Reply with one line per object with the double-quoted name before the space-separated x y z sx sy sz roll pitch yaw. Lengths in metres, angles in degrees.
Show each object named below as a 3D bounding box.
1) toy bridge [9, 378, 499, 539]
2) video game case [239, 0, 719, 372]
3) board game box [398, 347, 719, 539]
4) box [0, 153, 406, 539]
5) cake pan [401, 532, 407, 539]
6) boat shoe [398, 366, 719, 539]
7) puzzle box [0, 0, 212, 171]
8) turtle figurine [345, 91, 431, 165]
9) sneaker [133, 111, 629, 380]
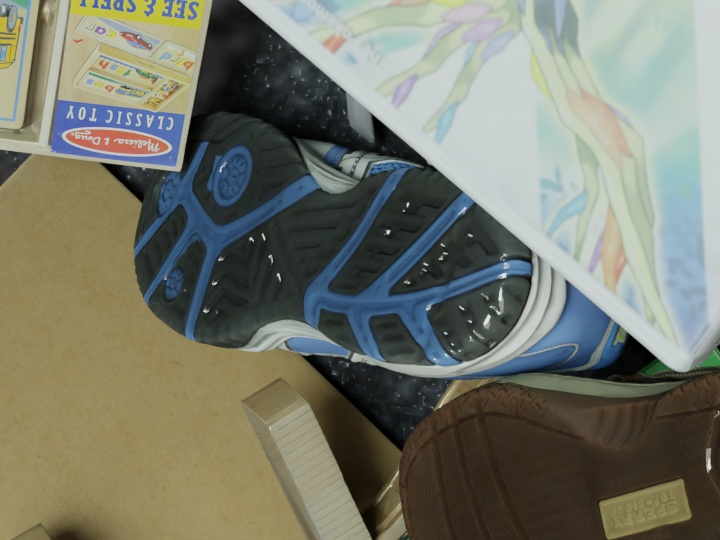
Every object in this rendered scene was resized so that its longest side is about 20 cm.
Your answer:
"toy bridge" -0.016 0.068 0.848 0.200 0.027 0.067 -31 117 -14
"video game case" 0.056 -0.104 0.651 0.200 0.022 0.183 41 120 15
"board game box" 0.110 0.138 0.819 0.134 0.029 0.200 -34 84 -10
"box" -0.081 0.075 0.867 0.200 0.164 0.021 44 155 -5
"cake pan" 0.093 0.147 0.849 0.199 0.037 0.201 1 80 -5
"boat shoe" 0.091 0.062 0.732 0.202 0.075 0.075 -9 88 57
"puzzle box" -0.142 -0.100 0.789 0.199 0.025 0.133 6 128 -9
"turtle figurine" 0.008 -0.144 0.748 0.200 0.144 0.194 -36 99 21
"sneaker" 0.000 0.000 0.818 0.200 0.077 0.076 21 92 49
